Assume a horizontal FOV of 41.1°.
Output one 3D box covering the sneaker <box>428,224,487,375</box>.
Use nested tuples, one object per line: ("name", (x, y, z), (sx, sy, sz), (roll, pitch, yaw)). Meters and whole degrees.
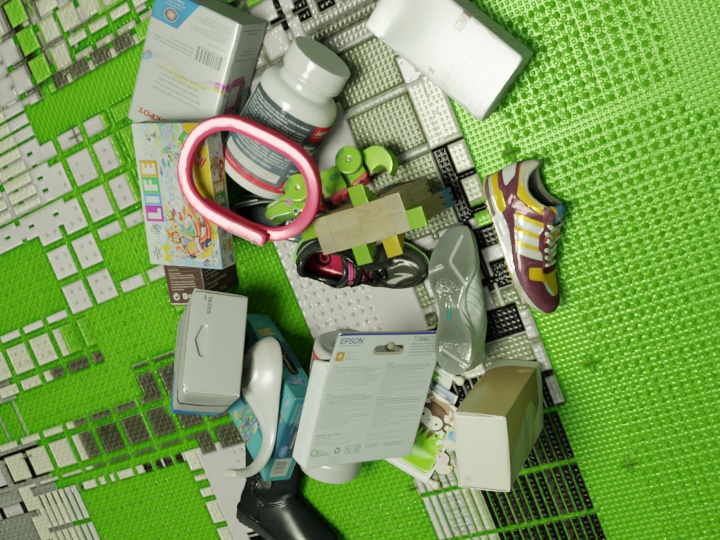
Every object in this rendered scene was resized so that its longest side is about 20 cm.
("sneaker", (0.139, 0.040, 1.323), (0.069, 0.080, 0.205), (-2, 86, 31))

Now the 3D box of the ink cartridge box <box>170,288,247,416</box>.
("ink cartridge box", (-0.224, 0.126, 1.408), (0.082, 0.200, 0.148), (7, 73, -15))

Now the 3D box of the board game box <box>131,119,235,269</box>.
("board game box", (-0.248, -0.107, 1.346), (0.132, 0.034, 0.204), (4, 107, 30))

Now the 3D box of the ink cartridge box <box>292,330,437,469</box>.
("ink cartridge box", (0.012, 0.168, 1.324), (0.040, 0.197, 0.204), (33, 113, 47))

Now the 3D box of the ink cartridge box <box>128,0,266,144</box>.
("ink cartridge box", (-0.236, -0.285, 1.381), (0.143, 0.084, 0.203), (27, 113, 15))

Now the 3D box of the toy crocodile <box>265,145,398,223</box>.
("toy crocodile", (-0.041, -0.116, 1.328), (0.198, 0.067, 0.063), (-28, 76, 6))

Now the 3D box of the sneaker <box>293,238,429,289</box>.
("sneaker", (0.000, 0.000, 1.349), (0.196, 0.084, 0.078), (3, 118, 8))

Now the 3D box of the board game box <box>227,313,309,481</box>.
("board game box", (-0.140, 0.186, 1.436), (0.201, 0.046, 0.153), (52, 128, 45))

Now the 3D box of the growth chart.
("growth chart", (0.086, 0.219, 1.425), (0.142, 0.018, 0.203), (20, 113, 17))

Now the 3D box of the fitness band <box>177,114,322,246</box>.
("fitness band", (-0.145, -0.120, 1.266), (0.197, 0.037, 0.146), (26, 105, 3))

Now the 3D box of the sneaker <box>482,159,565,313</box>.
("sneaker", (0.232, -0.043, 1.250), (0.089, 0.075, 0.203), (-20, 98, 32))

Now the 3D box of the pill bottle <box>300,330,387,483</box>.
("pill bottle", (-0.029, 0.202, 1.416), (0.112, 0.114, 0.204), (17, 112, 18))

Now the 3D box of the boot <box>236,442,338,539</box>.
("boot", (-0.108, 0.352, 1.515), (0.197, 0.076, 0.171), (23, 117, 23))

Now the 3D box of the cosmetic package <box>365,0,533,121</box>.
("cosmetic package", (0.113, -0.296, 1.230), (0.199, 0.074, 0.102), (39, 116, 8))

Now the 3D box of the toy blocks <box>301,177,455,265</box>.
("toy blocks", (0.035, -0.080, 1.298), (0.198, 0.136, 0.102), (-14, 100, 37))

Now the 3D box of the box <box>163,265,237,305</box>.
("box", (-0.250, -0.060, 1.445), (0.074, 0.100, 0.204), (-3, 105, 24))

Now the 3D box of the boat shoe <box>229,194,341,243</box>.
("boat shoe", (-0.107, -0.070, 1.399), (0.196, 0.062, 0.074), (9, 107, 21))

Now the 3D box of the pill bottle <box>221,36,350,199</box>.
("pill bottle", (-0.101, -0.211, 1.322), (0.119, 0.119, 0.201), (40, 117, 8))

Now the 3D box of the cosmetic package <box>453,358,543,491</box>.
("cosmetic package", (0.186, 0.199, 1.270), (0.070, 0.200, 0.107), (1, 106, 23))

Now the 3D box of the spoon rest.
("spoon rest", (-0.145, 0.194, 1.364), (0.099, 0.060, 0.204), (-10, 66, 56))
